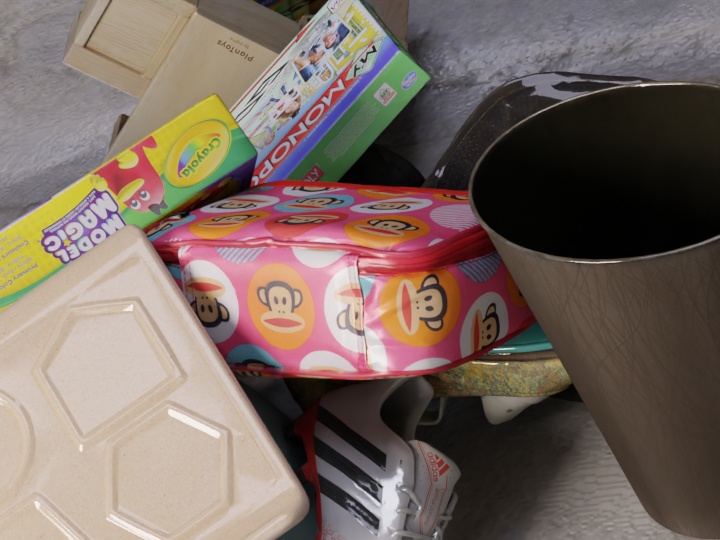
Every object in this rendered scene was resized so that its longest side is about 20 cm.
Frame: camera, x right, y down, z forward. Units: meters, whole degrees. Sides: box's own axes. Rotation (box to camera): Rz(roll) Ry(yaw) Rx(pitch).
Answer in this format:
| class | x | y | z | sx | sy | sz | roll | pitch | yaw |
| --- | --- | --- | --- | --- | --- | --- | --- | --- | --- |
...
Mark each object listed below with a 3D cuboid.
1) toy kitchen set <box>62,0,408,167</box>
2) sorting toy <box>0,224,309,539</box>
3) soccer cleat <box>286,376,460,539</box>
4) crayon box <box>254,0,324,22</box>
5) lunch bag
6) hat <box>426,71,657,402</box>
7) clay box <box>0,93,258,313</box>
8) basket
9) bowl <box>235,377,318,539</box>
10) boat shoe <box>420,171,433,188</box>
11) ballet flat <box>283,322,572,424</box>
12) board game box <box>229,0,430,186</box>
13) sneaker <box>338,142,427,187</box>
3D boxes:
| class | x | y | z | sx | sy | sz | roll | pitch | yaw |
| --- | --- | --- | --- | --- | --- | --- | --- | --- | --- |
| toy kitchen set | -0.094 | -0.134 | 1.917 | 0.163 | 0.199 | 0.181 | -55 | 18 | 33 |
| sorting toy | -0.142 | 0.100 | 1.502 | 0.185 | 0.036 | 0.201 | -34 | 62 | 2 |
| soccer cleat | 0.016 | 0.134 | 1.530 | 0.085 | 0.069 | 0.201 | -28 | 43 | 16 |
| crayon box | -0.061 | -0.200 | 1.986 | 0.125 | 0.200 | 0.052 | -30 | 67 | -9 |
| lunch bag | 0.000 | 0.000 | 1.571 | 0.199 | 0.083 | 0.176 | 4 | 15 | 33 |
| hat | 0.136 | -0.015 | 1.664 | 0.199 | 0.081 | 0.202 | -2 | 83 | 16 |
| clay box | -0.152 | -0.012 | 1.629 | 0.199 | 0.048 | 0.115 | -35 | -8 | -12 |
| basket | 0.166 | 0.026 | 1.493 | 0.179 | 0.201 | 0.136 | 6 | 45 | 38 |
| bowl | -0.120 | 0.116 | 1.577 | 0.199 | 0.105 | 0.202 | -6 | 55 | 8 |
| boat shoe | 0.051 | 0.003 | 1.719 | 0.068 | 0.072 | 0.200 | 21 | 64 | 41 |
| ballet flat | 0.052 | 0.053 | 1.618 | 0.198 | 0.071 | 0.071 | -2 | 39 | 16 |
| board game box | -0.051 | -0.068 | 1.752 | 0.200 | 0.029 | 0.135 | -48 | 25 | 6 |
| sneaker | -0.039 | -0.019 | 1.786 | 0.199 | 0.074 | 0.089 | -18 | 42 | 49 |
